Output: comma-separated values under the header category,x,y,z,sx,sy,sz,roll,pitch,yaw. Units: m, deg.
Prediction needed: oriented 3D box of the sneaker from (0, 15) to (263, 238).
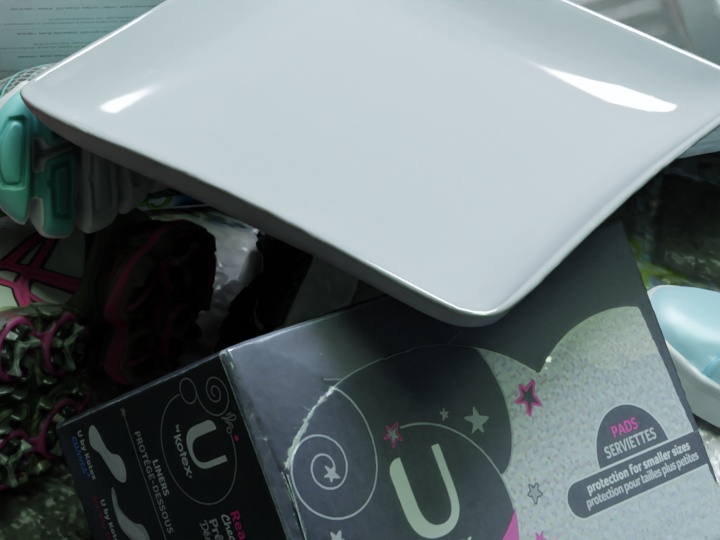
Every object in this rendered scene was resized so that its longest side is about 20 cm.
category,x,y,z,sx,sy,sz,roll,pitch,yaw
sneaker,-0.089,-0.058,0.977,0.091,0.078,0.200,2,7,43

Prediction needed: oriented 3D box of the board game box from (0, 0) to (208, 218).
category,x,y,z,sx,sy,sz,roll,pitch,yaw
board game box,-0.110,-0.077,1.027,0.199,0.126,0.035,-5,47,-32

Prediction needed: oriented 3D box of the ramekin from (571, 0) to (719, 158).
category,x,y,z,sx,sy,sz,roll,pitch,yaw
ramekin,0.132,-0.145,1.184,0.105,0.200,0.200,-15,34,21

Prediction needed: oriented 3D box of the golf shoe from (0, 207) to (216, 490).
category,x,y,z,sx,sy,sz,roll,pitch,yaw
golf shoe,-0.138,0.026,0.945,0.092,0.073,0.200,16,24,22

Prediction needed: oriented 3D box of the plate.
category,x,y,z,sx,sy,sz,roll,pitch,yaw
plate,0.012,-0.055,0.905,0.200,0.032,0.199,26,39,24

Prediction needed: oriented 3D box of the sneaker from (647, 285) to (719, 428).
category,x,y,z,sx,sy,sz,roll,pitch,yaw
sneaker,0.219,0.039,1.103,0.199,0.082,0.074,21,38,-5

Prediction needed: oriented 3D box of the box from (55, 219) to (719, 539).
category,x,y,z,sx,sy,sz,roll,pitch,yaw
box,0.017,0.077,0.893,0.200,0.115,0.133,-17,84,-39

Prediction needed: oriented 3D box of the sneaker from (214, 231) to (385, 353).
category,x,y,z,sx,sy,sz,roll,pitch,yaw
sneaker,0.000,0.000,1.053,0.079,0.074,0.200,39,36,-14
